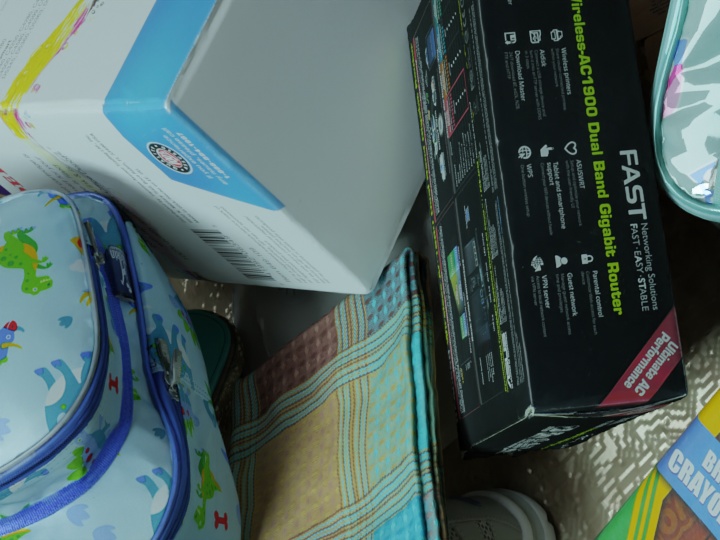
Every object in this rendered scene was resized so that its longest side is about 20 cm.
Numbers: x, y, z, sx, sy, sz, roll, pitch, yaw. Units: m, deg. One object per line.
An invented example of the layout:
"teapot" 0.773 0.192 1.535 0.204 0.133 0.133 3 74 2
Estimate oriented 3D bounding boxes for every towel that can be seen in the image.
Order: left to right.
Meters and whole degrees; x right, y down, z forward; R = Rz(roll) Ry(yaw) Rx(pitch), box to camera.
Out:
"towel" -0.017 0.102 0.753 0.146 0.022 0.202 -38 38 35

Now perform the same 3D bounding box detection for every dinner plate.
"dinner plate" 0.000 0.000 0.849 0.199 0.024 0.203 -12 73 42

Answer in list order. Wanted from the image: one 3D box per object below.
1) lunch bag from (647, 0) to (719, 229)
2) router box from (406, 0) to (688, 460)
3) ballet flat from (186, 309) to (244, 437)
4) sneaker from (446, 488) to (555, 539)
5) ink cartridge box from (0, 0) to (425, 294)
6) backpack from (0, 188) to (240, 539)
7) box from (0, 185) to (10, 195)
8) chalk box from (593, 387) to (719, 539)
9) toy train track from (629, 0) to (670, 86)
"lunch bag" 0.188 -0.099 0.628 0.159 0.077 0.202 9 87 25
"router box" 0.069 -0.032 0.696 0.150 0.061 0.202 125 140 -77
"ballet flat" -0.109 0.114 0.860 0.070 0.066 0.201 21 61 14
"sneaker" 0.028 0.192 0.739 0.074 0.082 0.203 -2 79 43
"ink cartridge box" -0.077 -0.091 0.824 0.199 0.147 0.147 4 61 45
"backpack" -0.156 0.079 0.763 0.181 0.147 0.201 -24 59 2
"box" -0.219 -0.123 0.957 0.079 0.199 0.143 24 99 43
"chalk box" 0.184 0.080 0.551 0.125 0.123 0.201 61 140 33
"toy train track" 0.133 -0.150 0.749 0.114 0.032 0.202 -23 64 41
